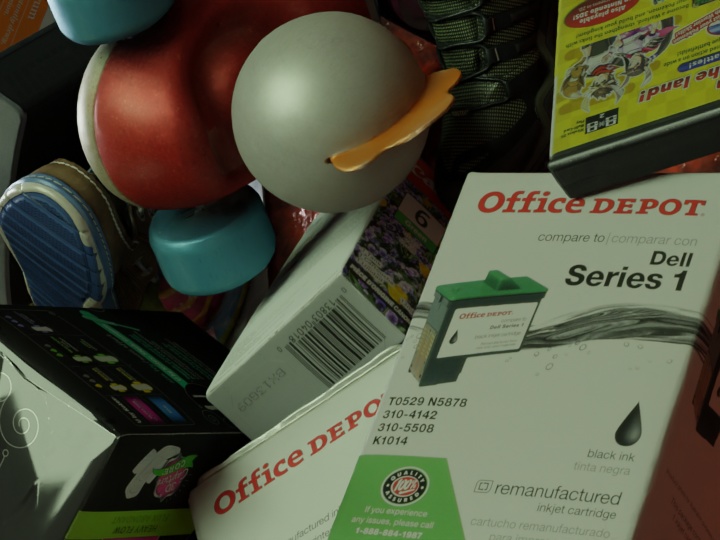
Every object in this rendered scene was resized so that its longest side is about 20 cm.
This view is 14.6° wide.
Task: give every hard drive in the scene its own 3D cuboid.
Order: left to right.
[{"bbox_3d":[-0.159,-0.061,1.519,0.042,0.135,0.200,46,150,22],"label":"hard drive"}]

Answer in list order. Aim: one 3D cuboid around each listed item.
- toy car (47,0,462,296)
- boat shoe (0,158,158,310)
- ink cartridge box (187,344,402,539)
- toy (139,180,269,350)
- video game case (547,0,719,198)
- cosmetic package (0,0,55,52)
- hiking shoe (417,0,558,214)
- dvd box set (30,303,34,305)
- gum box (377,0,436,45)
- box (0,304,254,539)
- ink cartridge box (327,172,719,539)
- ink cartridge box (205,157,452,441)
[{"bbox_3d":[-0.020,-0.090,1.358,0.199,0.185,0.177,13,44,42],"label":"toy car"},{"bbox_3d":[-0.142,-0.021,1.476,0.072,0.072,0.200,-50,-9,-17],"label":"boat shoe"},{"bbox_3d":[0.015,0.157,1.300,0.147,0.083,0.200,-34,46,19],"label":"ink cartridge box"},{"bbox_3d":[-0.100,0.023,1.569,0.115,0.047,0.201,-37,47,35],"label":"toy"},{"bbox_3d":[0.178,-0.131,1.225,0.199,0.026,0.181,-17,43,25],"label":"video game case"},{"bbox_3d":[-0.169,-0.135,1.609,0.071,0.200,0.102,21,90,54],"label":"cosmetic package"},{"bbox_3d":[0.054,-0.127,1.401,0.076,0.100,0.201,-6,68,51],"label":"hiking shoe"},{"bbox_3d":[-0.232,0.018,1.599,0.029,0.199,0.147,5,85,60],"label":"dvd box set"},{"bbox_3d":[0.051,-0.233,1.489,0.200,0.066,0.114,-60,36,11],"label":"gum box"},{"bbox_3d":[-0.136,0.109,1.412,0.124,0.200,0.149,36,106,26],"label":"box"},{"bbox_3d":[0.091,0.057,1.202,0.146,0.084,0.201,1,56,32],"label":"ink cartridge box"},{"bbox_3d":[0.000,0.000,1.426,0.109,0.050,0.200,-42,9,32],"label":"ink cartridge box"}]
